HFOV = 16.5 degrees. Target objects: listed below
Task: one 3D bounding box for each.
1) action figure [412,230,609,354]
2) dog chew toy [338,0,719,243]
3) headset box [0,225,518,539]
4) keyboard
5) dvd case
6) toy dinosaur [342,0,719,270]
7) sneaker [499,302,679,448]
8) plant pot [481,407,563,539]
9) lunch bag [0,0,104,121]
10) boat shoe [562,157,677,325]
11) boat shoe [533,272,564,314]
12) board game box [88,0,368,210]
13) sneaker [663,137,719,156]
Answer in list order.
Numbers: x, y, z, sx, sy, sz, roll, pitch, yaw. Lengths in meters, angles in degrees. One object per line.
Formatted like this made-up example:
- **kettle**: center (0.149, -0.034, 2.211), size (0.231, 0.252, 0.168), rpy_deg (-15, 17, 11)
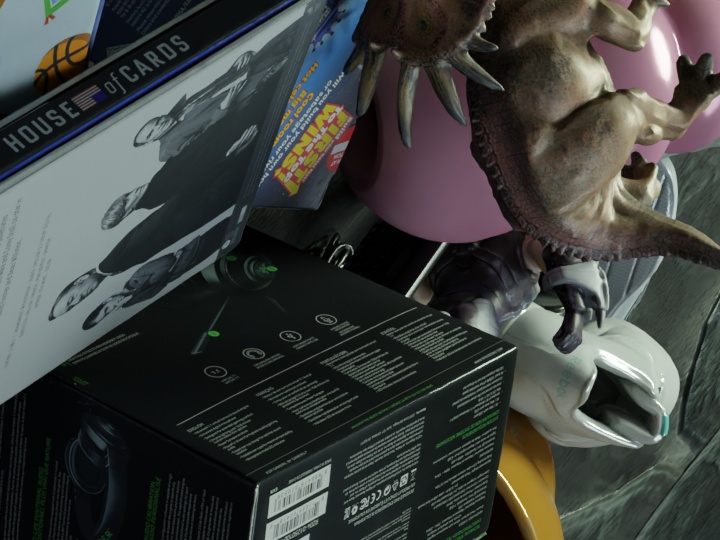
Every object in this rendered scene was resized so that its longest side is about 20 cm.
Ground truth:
- **action figure**: center (0.044, 0.028, 1.155), size (0.130, 0.070, 0.200), rpy_deg (-23, -165, 33)
- **dog chew toy**: center (0.087, -0.082, 1.112), size (0.198, 0.125, 0.125), rpy_deg (-10, 141, -22)
- **headset box**: center (-0.069, 0.058, 1.001), size (0.174, 0.199, 0.093), rpy_deg (-24, 130, -50)
- **keyboard**: center (0.000, 0.000, 1.169), size (0.127, 0.021, 0.200), rpy_deg (-32, -168, 35)
- **dvd case**: center (-0.100, -0.014, 0.855), size (0.200, 0.025, 0.151), rpy_deg (-35, 160, -37)
- **toy dinosaur**: center (0.066, -0.064, 0.968), size (0.135, 0.201, 0.086), rpy_deg (-29, 180, -43)
- **sneaker**: center (0.131, 0.067, 1.297), size (0.200, 0.088, 0.076), rpy_deg (16, 97, -57)
- **plant pot**: center (0.025, 0.135, 1.333), size (0.201, 0.199, 0.183), rpy_deg (-60, 172, 22)
- **lunch bag**: center (-0.167, -0.050, 0.794), size (0.160, 0.075, 0.201), rpy_deg (-28, 150, -40)
- **boat shoe**: center (0.139, -0.003, 1.492), size (0.071, 0.072, 0.201), rpy_deg (-60, 172, -54)
- **boat shoe**: center (0.091, -0.004, 1.342), size (0.072, 0.071, 0.200), rpy_deg (-56, 155, 12)
- **board game box**: center (-0.038, -0.102, 0.977), size (0.201, 0.062, 0.200), rpy_deg (-53, 160, 1)
- **sneaker**: center (0.154, -0.087, 1.370), size (0.088, 0.076, 0.199), rpy_deg (-42, 162, 25)
